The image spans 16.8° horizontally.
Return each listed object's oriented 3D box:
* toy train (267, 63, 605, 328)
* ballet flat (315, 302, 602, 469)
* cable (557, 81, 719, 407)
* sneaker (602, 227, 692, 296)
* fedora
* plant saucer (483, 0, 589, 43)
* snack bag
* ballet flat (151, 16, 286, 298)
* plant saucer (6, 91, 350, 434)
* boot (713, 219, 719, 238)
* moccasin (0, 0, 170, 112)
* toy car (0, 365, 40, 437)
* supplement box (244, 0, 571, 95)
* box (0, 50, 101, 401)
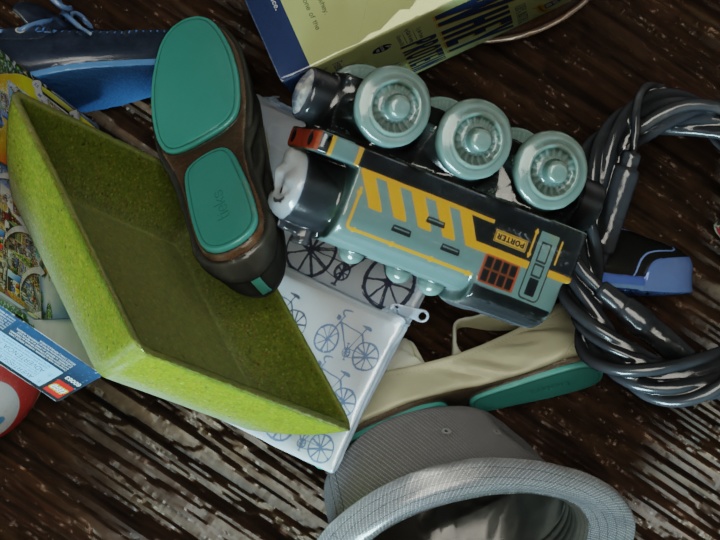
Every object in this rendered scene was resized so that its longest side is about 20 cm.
[{"bbox_3d":[0.044,-0.044,1.397,0.200,0.085,0.114,20,88,-21],"label":"toy train"},{"bbox_3d":[0.053,0.066,1.511,0.200,0.069,0.070,-17,85,-6],"label":"ballet flat"},{"bbox_3d":[0.193,-0.017,1.468,0.163,0.051,0.200,-14,77,-4],"label":"cable"},{"bbox_3d":[0.114,-0.030,1.508,0.199,0.070,0.078,9,86,-10],"label":"sneaker"},{"bbox_3d":[0.057,0.143,1.471,0.199,0.177,0.090,1,48,-23],"label":"fedora"},{"bbox_3d":[0.074,-0.240,1.552,0.200,0.037,0.201,0,85,-2],"label":"plant saucer"},{"bbox_3d":[-0.041,0.003,1.485,0.188,0.021,0.200,24,83,33],"label":"snack bag"},{"bbox_3d":[-0.082,-0.061,1.447,0.068,0.068,0.200,-22,49,12],"label":"ballet flat"},{"bbox_3d":[-0.115,0.010,1.393,0.048,0.200,0.200,-41,55,17],"label":"plant saucer"},{"bbox_3d":[0.334,0.002,1.518,0.154,0.073,0.204,-36,80,-3],"label":"boot"},{"bbox_3d":[-0.206,-0.139,1.511,0.199,0.080,0.068,-4,70,-6],"label":"moccasin"},{"bbox_3d":[-0.263,0.019,1.432,0.184,0.200,0.177,-30,86,-4],"label":"toy car"},{"bbox_3d":[0.013,-0.228,1.458,0.199,0.134,0.200,-25,81,4],"label":"supplement box"},{"bbox_3d":[-0.209,-0.040,1.410,0.038,0.137,0.200,-30,44,25],"label":"box"}]
